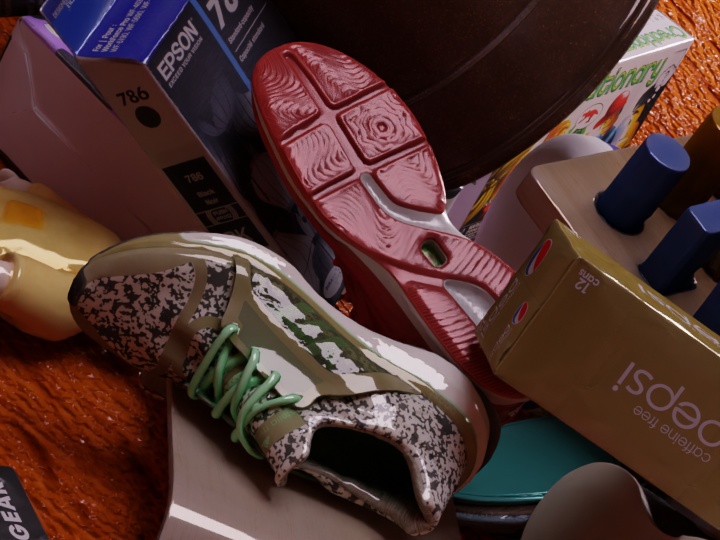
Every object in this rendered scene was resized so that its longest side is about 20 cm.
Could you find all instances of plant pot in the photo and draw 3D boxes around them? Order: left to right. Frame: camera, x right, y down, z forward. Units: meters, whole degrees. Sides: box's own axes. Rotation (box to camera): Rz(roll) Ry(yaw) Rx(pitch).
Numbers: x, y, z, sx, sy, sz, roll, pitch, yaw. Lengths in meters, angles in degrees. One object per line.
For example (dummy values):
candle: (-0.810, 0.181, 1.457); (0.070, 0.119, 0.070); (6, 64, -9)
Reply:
plant pot: (0.018, -0.175, 1.421); (0.198, 0.200, 0.201); (44, 20, -25)

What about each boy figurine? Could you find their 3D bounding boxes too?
boy figurine: (-0.154, -0.011, 1.348); (0.199, 0.065, 0.124); (26, 19, -4)

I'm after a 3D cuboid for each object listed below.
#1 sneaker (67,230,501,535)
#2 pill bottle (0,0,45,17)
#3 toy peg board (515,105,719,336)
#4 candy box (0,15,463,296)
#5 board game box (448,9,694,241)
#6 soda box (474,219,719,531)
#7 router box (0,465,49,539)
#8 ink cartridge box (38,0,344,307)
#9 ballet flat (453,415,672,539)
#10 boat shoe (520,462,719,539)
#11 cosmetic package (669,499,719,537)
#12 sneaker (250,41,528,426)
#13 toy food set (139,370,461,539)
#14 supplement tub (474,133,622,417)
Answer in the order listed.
sneaker: (-0.035, 0.051, 1.241); (0.199, 0.077, 0.089); (25, 28, -4)
pill bottle: (-0.194, -0.183, 1.465); (0.198, 0.115, 0.114); (-4, 36, -9)
toy peg board: (0.215, -0.009, 1.392); (0.198, 0.098, 0.200); (-12, 57, -44)
candy box: (-0.071, -0.060, 1.502); (0.168, 0.072, 0.199); (44, 30, 24)
board game box: (0.107, -0.078, 1.653); (0.035, 0.127, 0.200); (39, 28, 18)
soda box: (0.148, 0.065, 1.258); (0.199, 0.064, 0.068); (34, 9, -12)
router box: (-0.164, 0.153, 1.069); (0.148, 0.051, 0.200); (5, 37, -38)
ink cartridge box: (-0.062, -0.079, 1.364); (0.200, 0.039, 0.100); (52, 44, -26)
ballet flat: (0.124, 0.101, 1.417); (0.199, 0.075, 0.074); (-15, 42, -11)
boat shoe: (0.135, 0.139, 1.282); (0.062, 0.071, 0.200); (34, -5, -25)
cosmetic package: (0.230, 0.172, 1.379); (0.199, 0.107, 0.090); (28, 27, -8)
sneaker: (0.000, 0.000, 1.340); (0.078, 0.116, 0.201); (-24, 73, -33)
toy food set: (-0.032, 0.111, 1.284); (0.143, 0.061, 0.200); (23, 19, -14)
supplement tub: (0.166, 0.026, 1.517); (0.199, 0.146, 0.146); (20, 29, -19)
